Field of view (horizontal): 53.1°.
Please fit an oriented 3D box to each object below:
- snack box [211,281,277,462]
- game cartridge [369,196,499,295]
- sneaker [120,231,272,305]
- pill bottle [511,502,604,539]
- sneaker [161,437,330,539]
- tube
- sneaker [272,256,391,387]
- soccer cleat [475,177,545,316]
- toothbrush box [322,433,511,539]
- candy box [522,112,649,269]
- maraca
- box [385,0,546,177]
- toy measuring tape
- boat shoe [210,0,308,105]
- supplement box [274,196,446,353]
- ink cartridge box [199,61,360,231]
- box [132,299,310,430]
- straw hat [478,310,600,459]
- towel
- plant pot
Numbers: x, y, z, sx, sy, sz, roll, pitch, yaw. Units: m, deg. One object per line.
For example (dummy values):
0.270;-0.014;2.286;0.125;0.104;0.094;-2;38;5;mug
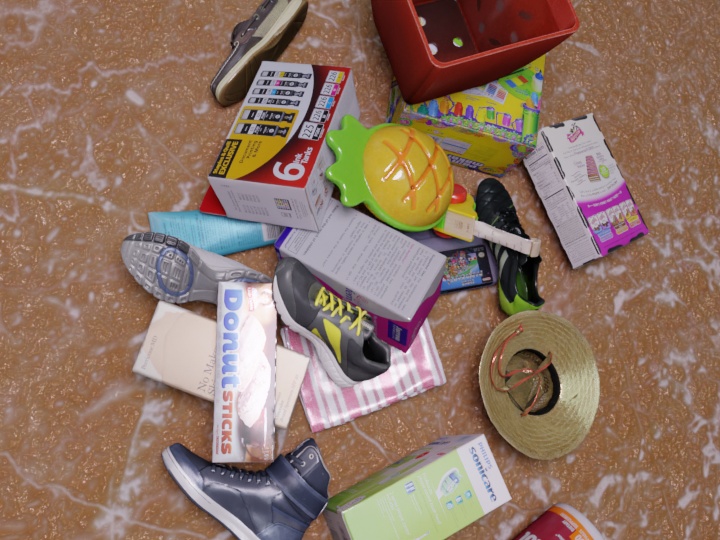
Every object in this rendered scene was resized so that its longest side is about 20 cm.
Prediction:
-0.133;0.117;0.836;0.070;0.024;0.206;1;80;-6;snack box
0.118;-0.033;1.032;0.195;0.038;0.133;-9;76;-16;game cartridge
-0.204;0.005;0.897;0.197;0.087;0.076;24;93;-26;sneaker
0.218;0.401;0.917;0.198;0.113;0.114;-32;87;-19;pill bottle
-0.128;0.241;0.874;0.202;0.077;0.147;42;81;-7;sneaker
-0.177;-0.053;0.954;0.195;0.050;0.080;-10;83;-12;tube
-0.029;0.056;0.870;0.201;0.083;0.075;54;37;-30;sneaker
0.212;-0.037;1.000;0.066;0.081;0.205;-8;80;-24;soccer cleat
0.062;0.284;0.887;0.196;0.146;0.088;-22;83;-17;toothbrush box
0.331;-0.120;1.073;0.134;0.061;0.204;-19;84;-36;candy box
0.039;-0.121;0.901;0.196;0.106;0.141;11;68;-35;maraca
0.151;-0.268;1.045;0.195;0.122;0.198;13;75;-10;box
0.156;-0.071;0.977;0.196;0.074;0.075;20;71;22;toy measuring tape
-0.150;-0.316;1.011;0.064;0.073;0.201;34;68;7;boat shoe
0.000;0.000;0.920;0.197;0.102;0.104;26;64;15;supplement box
-0.111;-0.165;0.921;0.171;0.085;0.204;8;58;16;ink cartridge box
-0.166;0.117;0.886;0.195;0.078;0.097;19;80;-2;box
0.224;0.152;0.988;0.196;0.085;0.207;3;82;-24;straw hat
0.005;0.112;0.955;0.195;0.030;0.150;-19;83;-7;towel
0.115;-0.318;0.892;0.195;0.176;0.204;-18;81;-16;plant pot
